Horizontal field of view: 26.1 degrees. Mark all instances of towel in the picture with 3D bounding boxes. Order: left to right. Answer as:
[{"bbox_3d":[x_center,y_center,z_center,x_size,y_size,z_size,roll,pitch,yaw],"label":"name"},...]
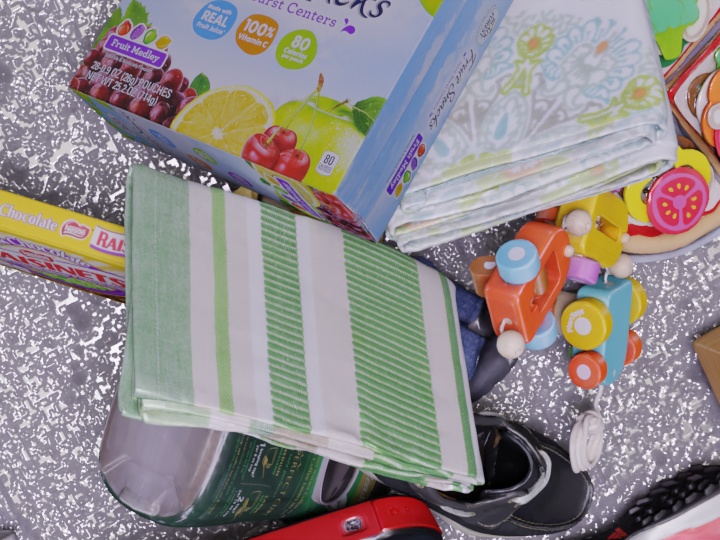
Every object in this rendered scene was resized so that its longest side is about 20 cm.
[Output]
[{"bbox_3d":[-0.030,0.033,0.805,0.199,0.023,0.153,16,48,-25],"label":"towel"},{"bbox_3d":[0.082,-0.115,0.873,0.170,0.048,0.201,-17,54,17],"label":"towel"}]

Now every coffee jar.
[{"bbox_3d":[-0.052,0.094,0.880,0.085,0.200,0.105,20,90,33],"label":"coffee jar"}]

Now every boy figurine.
[{"bbox_3d":[0.000,0.000,0.923,0.199,0.064,0.125,29,48,-16],"label":"boy figurine"}]

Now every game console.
[{"bbox_3d":[-0.045,0.202,0.906,0.198,0.177,0.031,-17,54,-4],"label":"game console"}]

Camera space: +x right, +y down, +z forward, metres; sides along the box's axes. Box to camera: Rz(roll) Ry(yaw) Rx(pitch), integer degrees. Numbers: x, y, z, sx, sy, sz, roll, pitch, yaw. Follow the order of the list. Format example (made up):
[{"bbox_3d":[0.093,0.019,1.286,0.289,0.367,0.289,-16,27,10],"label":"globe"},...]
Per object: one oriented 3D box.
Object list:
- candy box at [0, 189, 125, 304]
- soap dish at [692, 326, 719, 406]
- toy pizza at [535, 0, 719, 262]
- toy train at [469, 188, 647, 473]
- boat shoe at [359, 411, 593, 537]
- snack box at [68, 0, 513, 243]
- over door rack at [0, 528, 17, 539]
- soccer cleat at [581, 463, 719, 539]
[{"bbox_3d":[-0.152,-0.007,0.883,0.198,0.102,0.027,16,73,7],"label":"candy box"},{"bbox_3d":[0.321,0.100,0.969,0.156,0.081,0.201,-26,95,-3],"label":"soap dish"},{"bbox_3d":[0.181,-0.102,0.945,0.198,0.032,0.202,-3,102,-16],"label":"toy pizza"},{"bbox_3d":[0.111,0.021,0.904,0.055,0.201,0.151,14,59,29],"label":"toy train"},{"bbox_3d":[0.080,0.121,0.913,0.199,0.067,0.072,26,77,-43],"label":"boat shoe"},{"bbox_3d":[-0.038,-0.130,0.861,0.199,0.068,0.169,24,79,31],"label":"snack box"},{"bbox_3d":[-0.280,0.255,0.918,0.199,0.066,0.149,-20,96,-25],"label":"over door rack"},{"bbox_3d":[0.159,0.197,0.968,0.199,0.068,0.074,-28,100,-6],"label":"soccer cleat"}]
